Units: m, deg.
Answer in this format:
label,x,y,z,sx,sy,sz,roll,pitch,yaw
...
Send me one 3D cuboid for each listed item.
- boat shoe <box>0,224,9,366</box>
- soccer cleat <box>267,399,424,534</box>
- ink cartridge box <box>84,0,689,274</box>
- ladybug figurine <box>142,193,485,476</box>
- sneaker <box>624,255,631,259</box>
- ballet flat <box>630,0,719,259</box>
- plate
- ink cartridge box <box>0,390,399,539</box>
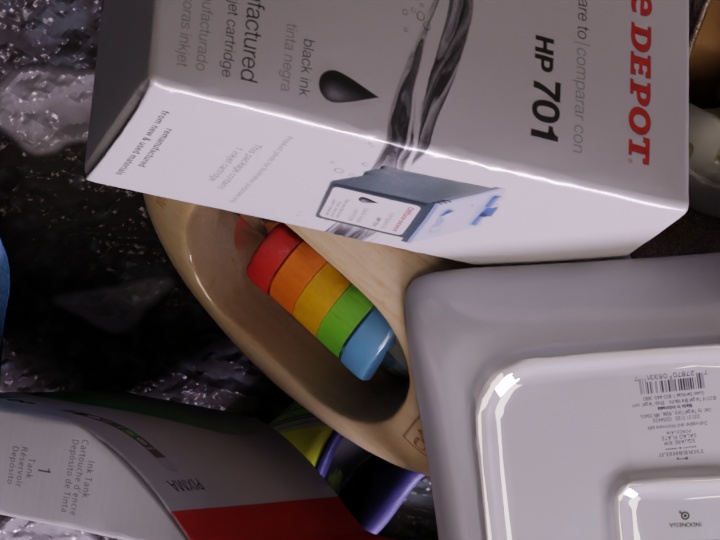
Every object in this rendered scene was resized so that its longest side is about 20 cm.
label,x,y,z,sx,sy,sz,roll,pitch,yaw
boat shoe,-0.185,0.039,0.954,0.084,0.069,0.200,5,127,-31
soccer cleat,-0.035,0.110,1.027,0.065,0.084,0.200,28,122,-31
ink cartridge box,0.013,-0.091,0.803,0.199,0.147,0.086,11,156,-18
ladybug figurine,0.000,0.000,0.897,0.200,0.072,0.136,44,145,6
sneaker,0.060,-0.016,0.939,0.112,0.071,0.200,-38,129,19
ballet flat,0.146,-0.080,0.854,0.068,0.067,0.201,9,107,-11
plate,0.119,0.093,0.809,0.199,0.032,0.201,-4,101,16
ink cartridge box,-0.057,0.084,0.912,0.199,0.050,0.161,6,179,23
